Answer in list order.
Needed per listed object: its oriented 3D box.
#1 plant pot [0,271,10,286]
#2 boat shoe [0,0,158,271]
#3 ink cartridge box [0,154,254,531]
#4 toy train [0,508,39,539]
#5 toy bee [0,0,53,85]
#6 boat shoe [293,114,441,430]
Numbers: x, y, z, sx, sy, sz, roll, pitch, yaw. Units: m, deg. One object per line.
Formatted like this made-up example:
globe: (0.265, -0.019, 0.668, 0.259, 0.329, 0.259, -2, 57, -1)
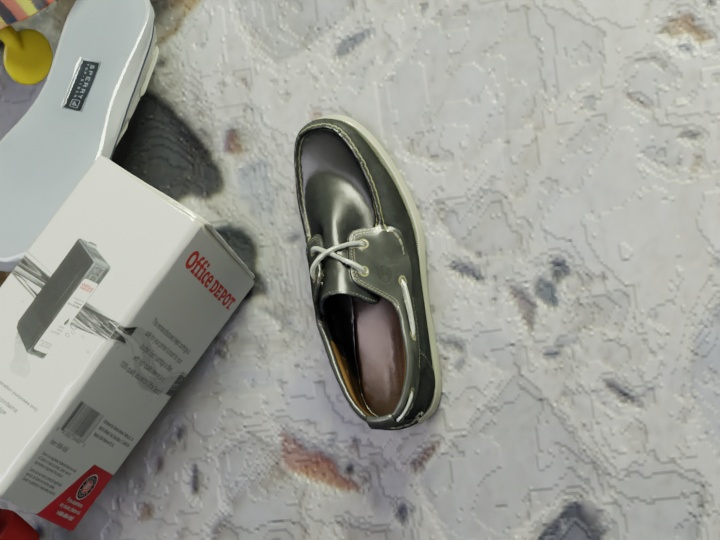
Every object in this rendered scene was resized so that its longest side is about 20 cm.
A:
plant pot: (-0.324, 0.017, 1.415, 0.183, 0.200, 0.201, 17, 99, 32)
boat shoe: (-0.179, -0.079, 1.377, 0.074, 0.086, 0.202, 14, 69, 15)
ink cartridge box: (-0.167, 0.046, 1.334, 0.084, 0.144, 0.200, 35, 84, 17)
toy train: (-0.227, 0.171, 1.385, 0.046, 0.200, 0.034, 3, 53, 41)
toy bee: (-0.255, -0.159, 1.393, 0.131, 0.109, 0.200, 33, 142, -16)
boat shoe: (0.000, 0.000, 1.337, 0.072, 0.068, 0.200, -16, 85, 24)
